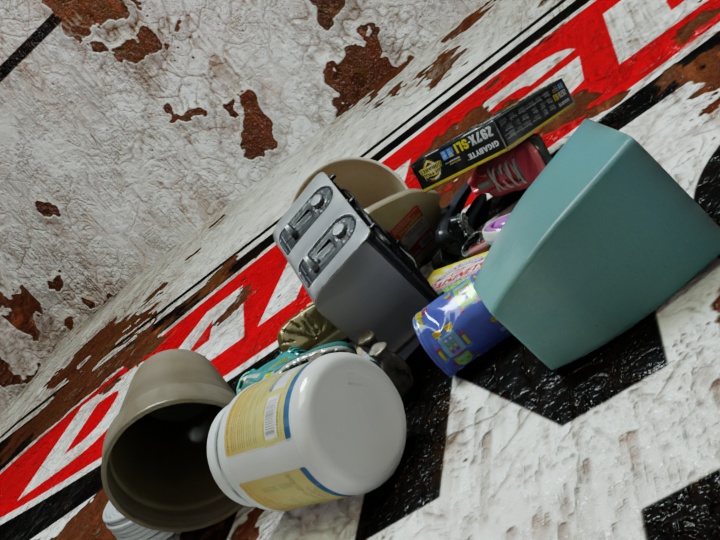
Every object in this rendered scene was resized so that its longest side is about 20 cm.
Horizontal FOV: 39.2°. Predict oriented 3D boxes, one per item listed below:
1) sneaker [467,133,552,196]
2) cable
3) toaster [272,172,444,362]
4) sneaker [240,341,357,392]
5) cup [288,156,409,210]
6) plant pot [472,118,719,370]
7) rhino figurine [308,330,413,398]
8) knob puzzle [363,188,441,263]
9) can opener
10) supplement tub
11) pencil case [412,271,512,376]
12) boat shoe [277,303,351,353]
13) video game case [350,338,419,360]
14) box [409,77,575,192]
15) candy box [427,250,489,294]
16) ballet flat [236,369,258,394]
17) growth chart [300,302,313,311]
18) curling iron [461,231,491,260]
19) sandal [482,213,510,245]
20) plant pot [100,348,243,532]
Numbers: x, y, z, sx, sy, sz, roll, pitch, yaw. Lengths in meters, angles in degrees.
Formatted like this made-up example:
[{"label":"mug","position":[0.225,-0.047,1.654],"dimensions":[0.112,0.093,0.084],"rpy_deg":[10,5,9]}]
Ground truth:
[{"label":"sneaker","position":[0.206,-0.130,1.390],"dimensions":[0.086,0.074,0.200],"rpy_deg":[-29,5,-10]},{"label":"cable","position":[-0.267,0.298,1.406],"dimensions":[0.199,0.069,0.201],"rpy_deg":[-32,18,32]},{"label":"toaster","position":[0.000,0.000,1.250],"dimensions":[0.119,0.200,0.181],"rpy_deg":[-43,37,6]},{"label":"sneaker","position":[-0.085,0.128,1.299],"dimensions":[0.199,0.077,0.080],"rpy_deg":[-25,37,33]},{"label":"cup","position":[-0.005,-0.061,1.582],"dimensions":[0.200,0.201,0.143],"rpy_deg":[-41,-11,-1]},{"label":"plant pot","position":[0.213,-0.015,0.965],"dimensions":[0.200,0.141,0.141],"rpy_deg":[-47,14,7]},{"label":"rhino figurine","position":[-0.026,0.140,1.183],"dimensions":[0.199,0.088,0.060],"rpy_deg":[-25,31,28]},{"label":"knob puzzle","position":[0.034,-0.044,1.417],"dimensions":[0.219,0.030,0.221],"rpy_deg":[-32,-33,-23]},{"label":"can opener","position":[0.141,-0.077,1.442],"dimensions":[0.078,0.063,0.201],"rpy_deg":[-32,18,34]},{"label":"supplement tub","position":[-0.062,0.178,1.083],"dimensions":[0.199,0.145,0.145],"rpy_deg":[-25,22,46]},{"label":"pencil case","position":[0.150,0.026,1.099],"dimensions":[0.199,0.078,0.087],"rpy_deg":[-38,44,11]},{"label":"boat shoe","position":[-0.021,0.060,1.385],"dimensions":[0.198,0.074,0.065],"rpy_deg":[-28,-25,-5]},{"label":"video game case","position":[-0.006,0.127,1.330],"dimensions":[0.143,0.018,0.200],"rpy_deg":[-47,16,-19]},{"label":"box","position":[0.182,-0.186,1.390],"dimensions":[0.159,0.050,0.200],"rpy_deg":[-22,9,44]},{"label":"candy box","position":[0.137,0.016,1.265],"dimensions":[0.199,0.026,0.102],"rpy_deg":[-22,21,51]},{"label":"ballet flat","position":[-0.142,0.183,1.411],"dimensions":[0.067,0.071,0.200],"rpy_deg":[-40,15,-6]},{"label":"growth chart","position":[-0.030,0.017,1.700],"dimensions":[0.144,0.018,0.200],"rpy_deg":[-24,24,51]},{"label":"curling iron","position":[0.207,-0.061,1.302],"dimensions":[0.199,0.026,0.050],"rpy_deg":[-29,22,39]},{"label":"sandal","position":[0.228,-0.079,1.197],"dimensions":[0.201,0.050,0.083],"rpy_deg":[-20,17,30]},{"label":"plant pot","position":[-0.227,0.193,1.272],"dimensions":[0.199,0.200,0.174],"rpy_deg":[-39,32,9]}]
